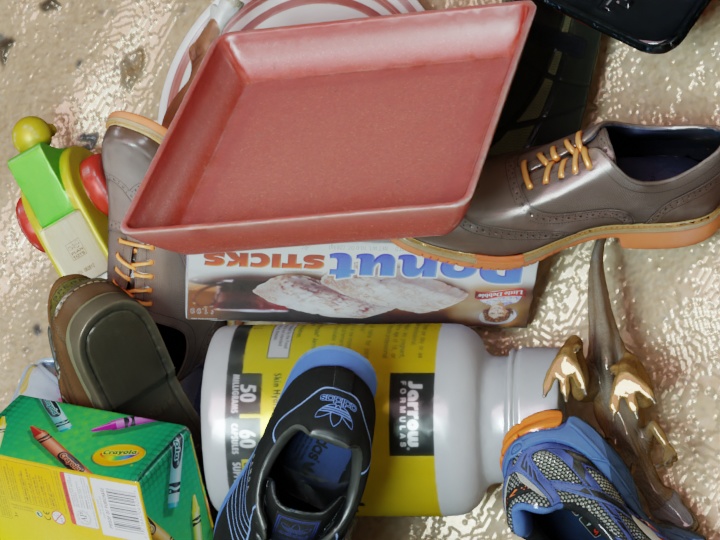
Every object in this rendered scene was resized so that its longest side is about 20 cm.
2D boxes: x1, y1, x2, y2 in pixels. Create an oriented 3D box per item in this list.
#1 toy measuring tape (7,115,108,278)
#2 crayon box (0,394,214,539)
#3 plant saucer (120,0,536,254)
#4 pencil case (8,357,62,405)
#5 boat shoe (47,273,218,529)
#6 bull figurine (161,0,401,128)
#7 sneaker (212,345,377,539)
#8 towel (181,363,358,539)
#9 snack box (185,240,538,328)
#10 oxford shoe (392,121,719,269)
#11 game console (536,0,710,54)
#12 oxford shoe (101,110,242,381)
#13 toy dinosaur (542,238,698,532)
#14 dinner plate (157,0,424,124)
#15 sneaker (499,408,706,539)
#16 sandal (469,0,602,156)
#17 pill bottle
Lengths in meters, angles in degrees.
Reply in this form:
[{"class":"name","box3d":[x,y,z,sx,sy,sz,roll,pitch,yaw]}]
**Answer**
[{"class":"toy measuring tape","box3d":[-0.160,-0.009,1.721,0.074,0.074,0.200,-28,92,19]},{"class":"crayon box","box3d":[-0.142,0.176,1.578,0.119,0.058,0.200,9,125,29]},{"class":"plant saucer","box3d":[-0.011,-0.074,1.519,0.199,0.037,0.200,-4,37,20]},{"class":"pencil case","box3d":[-0.211,0.154,1.691,0.091,0.083,0.200,35,96,25]},{"class":"boat shoe","box3d":[-0.134,0.089,1.617,0.068,0.072,0.200,32,140,52]},{"class":"bull figurine","box3d":[-0.029,-0.084,1.633,0.200,0.065,0.122,17,84,24]},{"class":"sneaker","box3d":[-0.042,0.138,1.492,0.070,0.078,0.200,16,121,-2]},{"class":"towel","box3d":[-0.070,0.162,1.656,0.147,0.024,0.200,13,84,29]},{"class":"snack box","box3d":[0.000,0.000,1.576,0.200,0.072,0.024,2,48,-4]},{"class":"oxford shoe","box3d":[0.108,-0.052,1.524,0.200,0.073,0.071,-8,53,-12]},{"class":"game console","box3d":[0.147,-0.253,1.545,0.172,0.119,0.200,29,76,26]},{"class":"oxford shoe","box3d":[-0.116,-0.009,1.608,0.071,0.200,0.073,15,54,28]},{"class":"toy dinosaur","box3d":[0.138,0.054,1.538,0.060,0.106,0.200,-14,82,14]},{"class":"dinner plate","box3d":[-0.033,-0.094,1.684,0.200,0.024,0.200,-4,80,25]},{"class":"sneaker","box3d":[0.145,0.168,1.486,0.200,0.078,0.075,41,123,-8]},{"class":"sandal","box3d":[0.099,-0.118,1.609,0.080,0.057,0.201,27,76,-5]},{"class":"pill bottle","box3d":[0.015,0.085,1.565,0.200,0.111,0.111,-1,80,7]}]
